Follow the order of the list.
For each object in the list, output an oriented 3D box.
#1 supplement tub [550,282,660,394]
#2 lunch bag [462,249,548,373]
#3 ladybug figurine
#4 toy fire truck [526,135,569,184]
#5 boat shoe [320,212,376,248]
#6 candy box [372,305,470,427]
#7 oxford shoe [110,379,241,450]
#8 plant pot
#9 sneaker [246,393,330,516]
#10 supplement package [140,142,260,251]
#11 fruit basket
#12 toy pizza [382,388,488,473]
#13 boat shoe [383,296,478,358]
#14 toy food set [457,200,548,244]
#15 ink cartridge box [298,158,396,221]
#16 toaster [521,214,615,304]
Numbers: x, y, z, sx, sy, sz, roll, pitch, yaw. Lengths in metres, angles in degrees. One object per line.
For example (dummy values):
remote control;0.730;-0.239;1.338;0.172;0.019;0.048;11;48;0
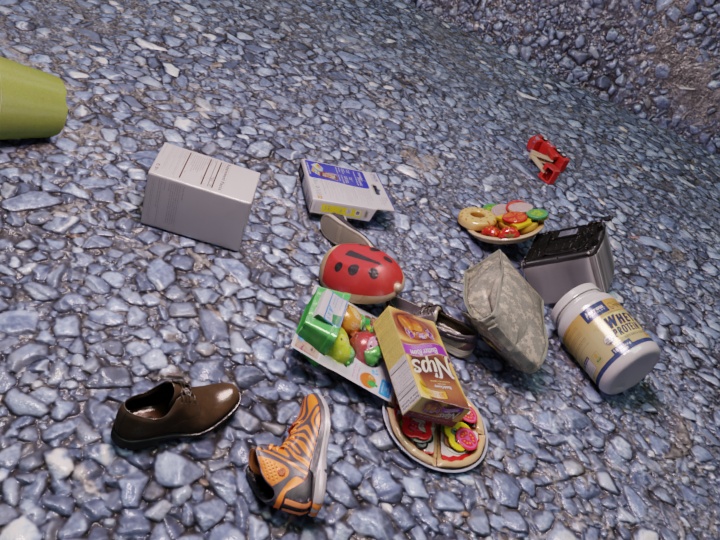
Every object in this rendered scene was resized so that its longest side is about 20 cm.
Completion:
supplement tub;0.503;0.139;1.454;0.142;0.146;0.201;-5;45;-33
lunch bag;0.283;0.091;1.376;0.164;0.117;0.201;45;30;-21
ladybug figurine;0.000;0.000;1.356;0.198;0.073;0.136;16;44;35
toy fire truck;0.571;-0.348;2.172;0.139;0.049;0.201;-8;47;-35
boat shoe;-0.003;-0.060;1.482;0.062;0.073;0.200;-14;45;-43
candy box;0.102;0.163;1.202;0.115;0.057;0.202;20;35;-34
oxford shoe;-0.256;0.197;1.018;0.198;0.085;0.073;-12;47;-41
plant pot;-0.689;-0.333;1.371;0.188;0.202;0.200;-2;42;-50
sneaker;-0.106;0.257;1.030;0.110;0.078;0.202;15;37;-13
supplement package;-0.312;-0.144;1.373;0.197;0.122;0.121;17;36;-10
fruit basket;-0.013;0.118;1.241;0.197;0.094;0.186;25;36;-4
toy pizza;0.132;0.255;1.202;0.197;0.032;0.202;15;37;-12
boat shoe;0.140;0.096;1.373;0.198;0.065;0.072;30;37;9
toy food set;0.354;-0.123;1.718;0.195;0.049;0.199;-20;29;-24
ink cartridge box;-0.036;-0.183;1.626;0.197;0.048;0.199;10;30;-20
toaster;0.491;-0.024;1.616;0.197;0.120;0.181;-12;22;32
